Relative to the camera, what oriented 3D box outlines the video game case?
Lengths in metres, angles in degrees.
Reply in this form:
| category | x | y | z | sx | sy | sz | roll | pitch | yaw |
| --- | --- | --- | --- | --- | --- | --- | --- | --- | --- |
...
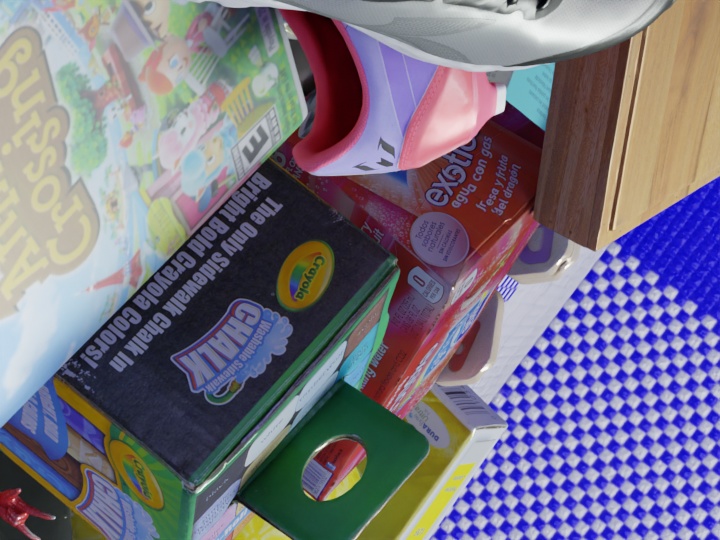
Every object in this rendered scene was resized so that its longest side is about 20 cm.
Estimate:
| category | x | y | z | sx | sy | sz | roll | pitch | yaw |
| --- | --- | --- | --- | --- | --- | --- | --- | --- | --- |
| video game case | -0.096 | -0.064 | 0.696 | 0.182 | 0.022 | 0.201 | -47 | 146 | -25 |

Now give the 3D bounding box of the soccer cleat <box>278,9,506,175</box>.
| category | x | y | z | sx | sy | sz | roll | pitch | yaw |
| --- | --- | --- | --- | --- | --- | --- | --- | --- | --- |
| soccer cleat | -0.005 | -0.130 | 0.730 | 0.076 | 0.201 | 0.067 | -19 | -164 | -23 |

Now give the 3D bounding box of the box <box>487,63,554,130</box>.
| category | x | y | z | sx | sy | sz | roll | pitch | yaw |
| --- | --- | --- | --- | --- | --- | --- | --- | --- | --- |
| box | 0.071 | -0.129 | 1.054 | 0.049 | 0.082 | 0.201 | 35 | 74 | -48 |

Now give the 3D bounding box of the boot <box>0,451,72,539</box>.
| category | x | y | z | sx | sy | sz | roll | pitch | yaw |
| --- | --- | --- | --- | --- | --- | --- | --- | --- | --- |
| boot | -0.199 | 0.159 | 0.964 | 0.173 | 0.201 | 0.069 | -22 | -167 | 21 |

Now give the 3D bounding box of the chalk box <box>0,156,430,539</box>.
| category | x | y | z | sx | sy | sz | roll | pitch | yaw |
| --- | --- | --- | --- | --- | --- | --- | --- | --- | --- |
| chalk box | -0.069 | 0.031 | 0.831 | 0.125 | 0.200 | 0.124 | -46 | 169 | -24 |

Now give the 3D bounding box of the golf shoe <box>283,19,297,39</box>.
| category | x | y | z | sx | sy | sz | roll | pitch | yaw |
| --- | --- | --- | --- | --- | --- | --- | --- | --- | --- |
| golf shoe | -0.020 | -0.119 | 0.825 | 0.078 | 0.097 | 0.200 | -51 | 170 | 35 |

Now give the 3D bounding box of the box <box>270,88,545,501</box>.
| category | x | y | z | sx | sy | sz | roll | pitch | yaw |
| --- | --- | --- | --- | --- | --- | --- | --- | --- | --- |
| box | 0.000 | 0.000 | 0.936 | 0.095 | 0.100 | 0.200 | -44 | 170 | -34 |

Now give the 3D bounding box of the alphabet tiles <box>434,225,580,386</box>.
| category | x | y | z | sx | sy | sz | roll | pitch | yaw |
| --- | --- | --- | --- | --- | --- | --- | --- | --- | --- |
| alphabet tiles | 0.027 | -0.035 | 1.085 | 0.015 | 0.199 | 0.197 | 31 | 61 | -46 |

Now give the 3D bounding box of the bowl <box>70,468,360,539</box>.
| category | x | y | z | sx | sy | sz | roll | pitch | yaw |
| --- | --- | --- | --- | --- | --- | --- | --- | --- | --- |
| bowl | -0.109 | 0.090 | 1.050 | 0.200 | 0.199 | 0.108 | -43 | 123 | -41 |

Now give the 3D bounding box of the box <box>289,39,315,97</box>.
| category | x | y | z | sx | sy | sz | roll | pitch | yaw |
| --- | --- | --- | --- | --- | --- | --- | --- | --- | --- |
| box | -0.019 | -0.109 | 0.943 | 0.200 | 0.068 | 0.082 | -40 | 166 | -46 |

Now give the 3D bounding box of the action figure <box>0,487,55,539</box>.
| category | x | y | z | sx | sy | sz | roll | pitch | yaw |
| --- | --- | --- | --- | --- | --- | --- | --- | --- | --- |
| action figure | -0.203 | 0.129 | 0.885 | 0.201 | 0.099 | 0.065 | -60 | 167 | 27 |

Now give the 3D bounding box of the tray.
| category | x | y | z | sx | sy | sz | roll | pitch | yaw |
| --- | --- | --- | --- | --- | --- | --- | --- | --- | --- |
| tray | 0.121 | -0.114 | 0.825 | 0.098 | 0.037 | 0.201 | -29 | 136 | -40 |

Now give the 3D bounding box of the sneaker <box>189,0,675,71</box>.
| category | x | y | z | sx | sy | sz | roll | pitch | yaw |
| --- | --- | --- | --- | --- | --- | --- | --- | --- | --- |
| sneaker | 0.019 | -0.100 | 0.670 | 0.079 | 0.199 | 0.074 | 23 | -73 | 61 |

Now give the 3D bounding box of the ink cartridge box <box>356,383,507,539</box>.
| category | x | y | z | sx | sy | sz | roll | pitch | yaw |
| --- | --- | --- | --- | --- | --- | --- | --- | --- | --- |
| ink cartridge box | -0.045 | 0.096 | 1.165 | 0.047 | 0.198 | 0.201 | 6 | 122 | -56 |
